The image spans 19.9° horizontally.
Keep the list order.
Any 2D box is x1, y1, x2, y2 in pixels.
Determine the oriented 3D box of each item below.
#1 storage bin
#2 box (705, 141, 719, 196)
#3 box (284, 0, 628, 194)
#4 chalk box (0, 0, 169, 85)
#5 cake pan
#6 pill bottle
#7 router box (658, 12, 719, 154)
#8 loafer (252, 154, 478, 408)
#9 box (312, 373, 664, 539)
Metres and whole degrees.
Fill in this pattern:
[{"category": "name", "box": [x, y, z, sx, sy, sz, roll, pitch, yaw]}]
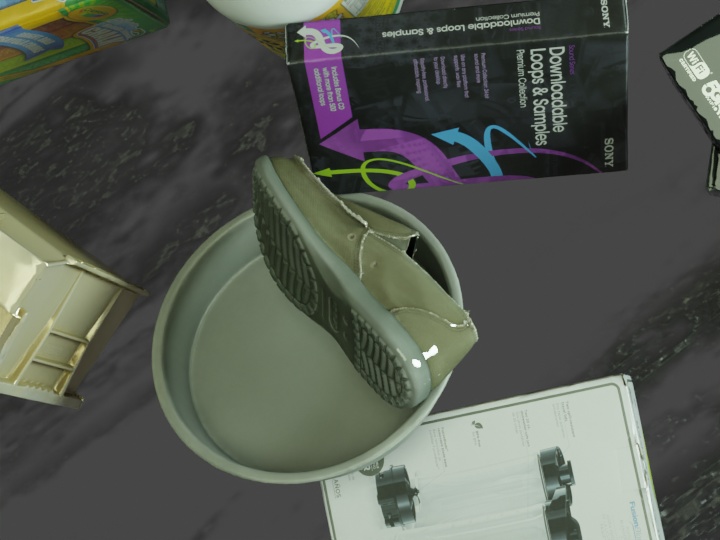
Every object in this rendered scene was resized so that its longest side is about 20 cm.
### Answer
[{"category": "storage bin", "box": [-0.256, -0.013, 1.273, 0.200, 0.199, 0.094, 35, 90, 12]}, {"category": "box", "box": [0.321, -0.129, 1.240, 0.199, 0.048, 0.194, 9, 86, 13]}, {"category": "box", "box": [0.062, -0.103, 1.232, 0.199, 0.143, 0.036, -6, 58, 4]}, {"category": "chalk box", "box": [-0.202, -0.205, 1.312, 0.199, 0.124, 0.124, -17, 83, 11]}, {"category": "cake pan", "box": [-0.030, 0.045, 1.269, 0.199, 0.037, 0.201, -8, 60, 13]}, {"category": "pill bottle", "box": [-0.043, -0.194, 1.239, 0.112, 0.200, 0.113, -1, 85, 11]}, {"category": "router box", "box": [0.289, -0.084, 1.190, 0.150, 0.062, 0.200, -34, 80, 8]}, {"category": "loafer", "box": [0.000, 0.000, 1.229, 0.069, 0.075, 0.200, -24, 56, -23]}, {"category": "box", "box": [0.081, 0.140, 1.264, 0.199, 0.060, 0.117, -14, 83, 11]}]
